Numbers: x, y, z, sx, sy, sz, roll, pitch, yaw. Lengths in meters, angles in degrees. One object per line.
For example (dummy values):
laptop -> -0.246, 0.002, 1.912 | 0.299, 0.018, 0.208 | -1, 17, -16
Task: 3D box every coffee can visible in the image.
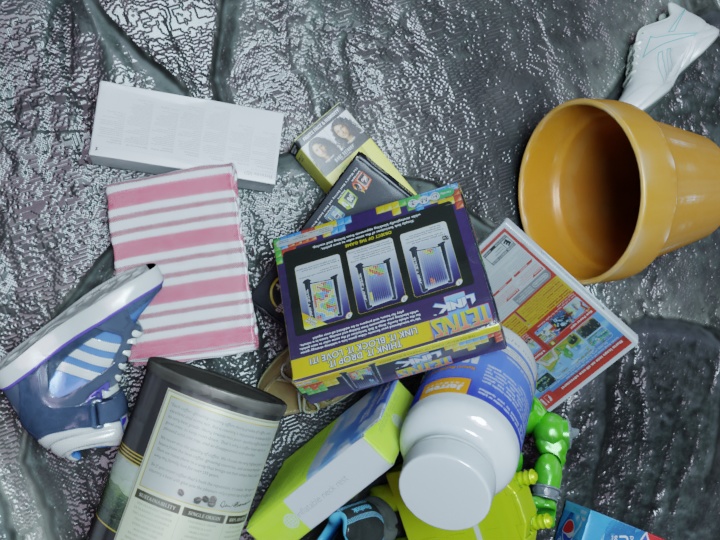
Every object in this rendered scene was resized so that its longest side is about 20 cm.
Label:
coffee can -> -0.173, 0.204, 0.856 | 0.145, 0.146, 0.202 | 20, 85, -9

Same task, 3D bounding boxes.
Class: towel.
towel -> -0.189, -0.005, 0.925 | 0.145, 0.030, 0.202 | -8, 89, 6

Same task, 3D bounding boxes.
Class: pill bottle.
pill bottle -> 0.100, 0.143, 0.821 | 0.111, 0.200, 0.113 | 8, 119, 16

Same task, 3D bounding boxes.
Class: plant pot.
plant pot -> 0.312, -0.091, 0.991 | 0.182, 0.200, 0.203 | -5, 84, -28

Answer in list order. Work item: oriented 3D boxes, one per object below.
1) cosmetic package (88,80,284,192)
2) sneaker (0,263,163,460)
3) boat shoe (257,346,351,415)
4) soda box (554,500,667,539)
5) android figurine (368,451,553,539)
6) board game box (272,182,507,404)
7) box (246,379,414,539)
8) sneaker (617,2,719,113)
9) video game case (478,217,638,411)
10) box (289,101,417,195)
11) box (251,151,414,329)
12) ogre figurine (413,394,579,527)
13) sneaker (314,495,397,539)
cosmetic package -> -0.188, -0.143, 0.951 | 0.198, 0.051, 0.084 | 9, 79, -11
sneaker -> -0.255, 0.103, 0.892 | 0.199, 0.081, 0.147 | -36, 109, -10
boat shoe -> -0.026, 0.101, 0.908 | 0.199, 0.063, 0.074 | -25, 103, 15
soda box -> 0.325, 0.333, 0.996 | 0.198, 0.068, 0.065 | 23, 80, -8
android figurine -> 0.103, 0.254, 0.910 | 0.041, 0.199, 0.184 | -15, 84, -57
board game box -> 0.024, 0.021, 0.842 | 0.198, 0.057, 0.167 | -16, 58, 8
box -> -0.020, 0.186, 0.866 | 0.048, 0.122, 0.200 | 45, 116, -5
sneaker -> 0.356, -0.250, 1.076 | 0.080, 0.070, 0.200 | 41, 71, 5
video game case -> 0.189, 0.054, 0.978 | 0.200, 0.017, 0.143 | 41, 122, -4
box -> 0.011, -0.087, 0.986 | 0.075, 0.050, 0.200 | -40, 94, -11
box -> 0.000, 0.000, 0.940 | 0.161, 0.049, 0.200 | 38, 102, -8
ogre figurine -> 0.154, 0.178, 0.958 | 0.199, 0.098, 0.120 | 31, 69, 36
sneaker -> -0.042, 0.314, 0.872 | 0.073, 0.082, 0.202 | 30, 98, 34
